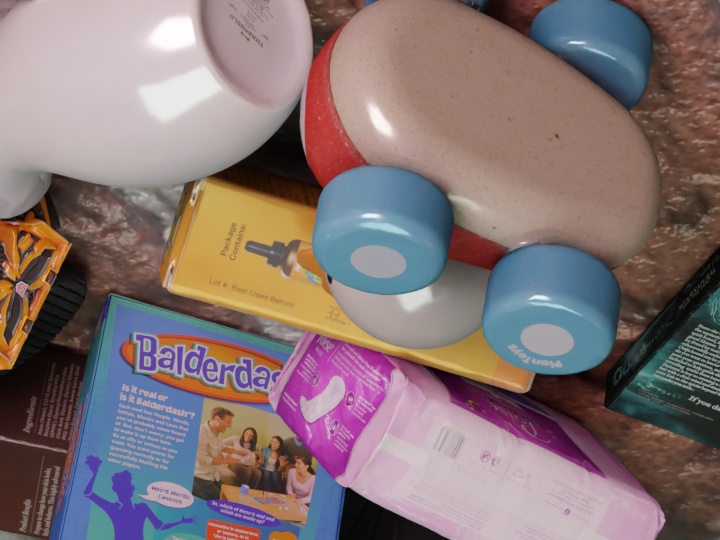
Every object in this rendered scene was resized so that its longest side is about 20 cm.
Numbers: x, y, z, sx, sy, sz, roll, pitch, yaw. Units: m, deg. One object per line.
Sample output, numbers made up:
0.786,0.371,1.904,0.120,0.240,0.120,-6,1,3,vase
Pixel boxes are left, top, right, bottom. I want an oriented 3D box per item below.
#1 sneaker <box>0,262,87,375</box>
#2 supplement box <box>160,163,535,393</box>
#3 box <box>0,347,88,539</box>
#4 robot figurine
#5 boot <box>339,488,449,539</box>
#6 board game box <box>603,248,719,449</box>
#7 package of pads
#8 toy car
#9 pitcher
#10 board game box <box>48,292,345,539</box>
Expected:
-0.248,0.031,1.610,0.200,0.089,0.074,-28,160,6,sneaker
0.000,0.000,1.515,0.200,0.069,0.067,16,104,-12,supplement box
-0.134,0.109,1.685,0.200,0.075,0.100,11,142,-6,box
-0.224,-0.019,1.472,0.058,0.145,0.200,10,161,44,robot figurine
0.071,0.187,1.737,0.203,0.074,0.154,18,170,28,boot
0.251,0.064,1.593,0.200,0.028,0.135,21,140,-15,board game box
0.059,0.100,1.580,0.200,0.120,0.076,27,98,-32,package of pads
0.024,-0.028,1.397,0.177,0.185,0.200,25,142,-20,toy car
-0.137,-0.107,1.380,0.200,0.121,0.172,-12,141,40,pitcher
-0.085,0.121,1.588,0.152,0.200,0.045,16,142,-9,board game box
